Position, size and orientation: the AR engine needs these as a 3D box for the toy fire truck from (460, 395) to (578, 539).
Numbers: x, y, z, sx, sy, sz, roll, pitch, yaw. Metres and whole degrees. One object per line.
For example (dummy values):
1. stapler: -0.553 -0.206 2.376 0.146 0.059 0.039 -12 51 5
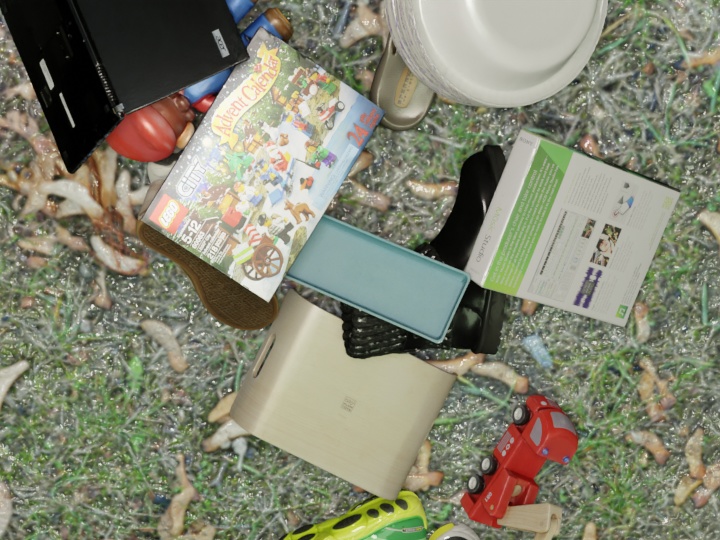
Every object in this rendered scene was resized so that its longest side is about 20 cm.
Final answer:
1. toy fire truck: 0.163 0.242 1.394 0.048 0.141 0.201 22 109 -30

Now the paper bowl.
1. paper bowl: 0.127 -0.244 1.212 0.198 0.104 0.204 -3 98 -22

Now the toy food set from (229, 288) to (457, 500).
1. toy food set: -0.015 0.127 1.403 0.198 0.060 0.145 27 95 -12

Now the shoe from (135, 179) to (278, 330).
1. shoe: -0.142 -0.013 1.328 0.069 0.054 0.200 -27 134 16

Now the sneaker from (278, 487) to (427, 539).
1. sneaker: -0.019 0.301 1.449 0.198 0.074 0.084 -24 105 6

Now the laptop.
1. laptop: -0.215 -0.213 1.224 0.102 0.199 0.179 -19 82 -37

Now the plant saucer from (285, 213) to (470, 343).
1. plant saucer: 0.000 0.000 1.270 0.198 0.019 0.071 23 79 17

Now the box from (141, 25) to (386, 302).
1. box: -0.087 -0.094 1.235 0.136 0.038 0.202 32 90 -10

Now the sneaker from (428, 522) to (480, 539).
1. sneaker: 0.139 0.362 1.470 0.074 0.085 0.200 -40 106 13

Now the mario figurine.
1. mario figurine: -0.160 -0.185 1.286 0.200 0.106 0.124 -43 70 2

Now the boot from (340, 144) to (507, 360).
1. boot: 0.062 -0.016 1.319 0.155 0.079 0.215 3 99 -8

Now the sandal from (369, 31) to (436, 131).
1. sandal: 0.055 -0.222 1.276 0.081 0.055 0.203 16 108 -7

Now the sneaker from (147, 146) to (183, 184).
1. sneaker: -0.101 -0.094 1.319 0.197 0.081 0.084 -6 126 10

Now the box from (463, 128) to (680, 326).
1. box: 0.201 -0.036 1.303 0.198 0.036 0.146 15 101 -38
